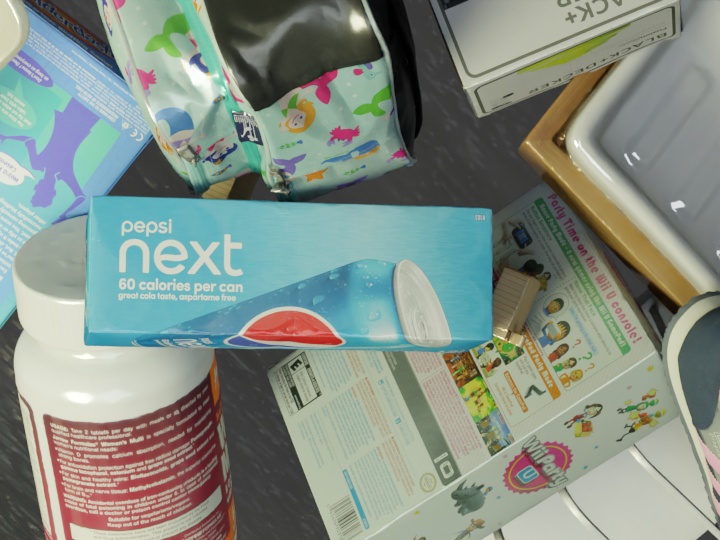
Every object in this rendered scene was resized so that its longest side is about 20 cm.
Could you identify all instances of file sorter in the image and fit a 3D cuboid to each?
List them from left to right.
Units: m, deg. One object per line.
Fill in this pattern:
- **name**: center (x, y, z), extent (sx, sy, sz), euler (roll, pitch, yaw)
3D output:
- **file sorter**: center (0.148, 0.142, 1.125), extent (0.200, 0.125, 0.139), euler (-42, 107, 11)

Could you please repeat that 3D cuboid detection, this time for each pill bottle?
- **pill bottle**: center (-0.130, 0.077, 1.078), extent (0.109, 0.110, 0.201), euler (-5, 121, -1)

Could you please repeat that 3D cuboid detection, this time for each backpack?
- **backpack**: center (-0.046, -0.122, 0.975), extent (0.150, 0.200, 0.179), euler (-24, 69, 7)

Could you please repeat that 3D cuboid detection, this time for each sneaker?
- **sneaker**: center (0.217, 0.106, 0.999), extent (0.070, 0.082, 0.201), euler (-36, 119, -8)

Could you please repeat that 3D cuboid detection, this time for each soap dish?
- **soap dish**: center (0.190, -0.056, 1.051), extent (0.200, 0.081, 0.158), euler (44, 73, -16)

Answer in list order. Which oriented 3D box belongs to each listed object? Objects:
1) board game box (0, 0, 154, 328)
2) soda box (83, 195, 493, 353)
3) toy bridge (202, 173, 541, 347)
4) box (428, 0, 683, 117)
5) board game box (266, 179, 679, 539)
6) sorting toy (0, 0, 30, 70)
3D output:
- **board game box**: center (-0.221, -0.060, 1.073), extent (0.152, 0.045, 0.200), euler (37, 103, -16)
- **soda box**: center (-0.036, 0.004, 0.974), extent (0.198, 0.064, 0.068), euler (1, 82, -9)
- **toy bridge**: center (0.000, 0.000, 1.056), extent (0.199, 0.027, 0.068), euler (24, 90, 21)
- **box**: center (0.073, -0.193, 0.981), extent (0.116, 0.060, 0.201), euler (-21, 78, 6)
- **board game box**: center (0.061, 0.063, 1.074), extent (0.199, 0.148, 0.064), euler (-34, 135, 10)
- **sorting toy**: center (-0.258, -0.133, 0.979), extent (0.180, 0.107, 0.200), euler (41, 105, 10)
